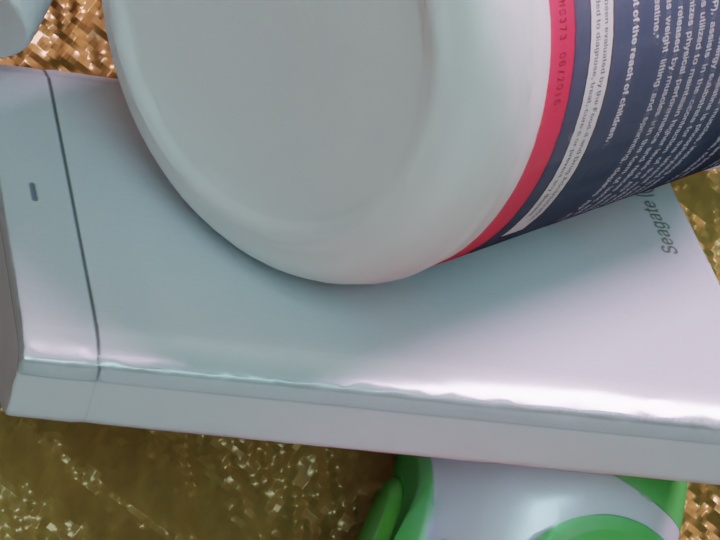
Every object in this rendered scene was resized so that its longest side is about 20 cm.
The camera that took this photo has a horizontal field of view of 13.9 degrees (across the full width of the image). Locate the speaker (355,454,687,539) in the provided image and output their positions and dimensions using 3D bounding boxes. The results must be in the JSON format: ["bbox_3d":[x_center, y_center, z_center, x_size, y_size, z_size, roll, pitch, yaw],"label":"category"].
[{"bbox_3d":[0.015,0.129,0.792,0.088,0.088,0.200,29,77,-9],"label":"speaker"}]

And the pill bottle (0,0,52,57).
[{"bbox_3d":[-0.086,-0.163,0.785,0.112,0.112,0.200,27,71,-10],"label":"pill bottle"}]

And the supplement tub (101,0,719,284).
[{"bbox_3d":[0.045,-0.084,0.769,0.200,0.140,0.141,-18,87,-44],"label":"supplement tub"}]

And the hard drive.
[{"bbox_3d":[0.000,0.000,0.777,0.199,0.132,0.027,7,124,-18],"label":"hard drive"}]
